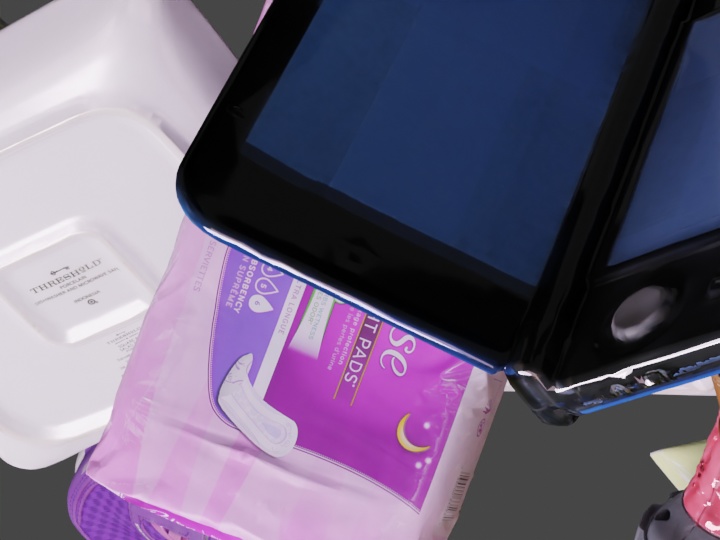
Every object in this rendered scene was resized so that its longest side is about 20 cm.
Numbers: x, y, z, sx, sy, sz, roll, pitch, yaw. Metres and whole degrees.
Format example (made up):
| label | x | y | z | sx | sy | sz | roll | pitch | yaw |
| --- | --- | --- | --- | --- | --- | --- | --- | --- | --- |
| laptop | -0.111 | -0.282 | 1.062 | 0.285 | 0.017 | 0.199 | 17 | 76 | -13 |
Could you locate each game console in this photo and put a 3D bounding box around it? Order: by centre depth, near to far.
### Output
| label | x | y | z | sx | sy | sz | roll | pitch | yaw |
| --- | --- | --- | --- | --- | --- | --- | --- | --- | --- |
| game console | 0.071 | -0.069 | 0.660 | 0.170 | 0.200 | 0.118 | -21 | 122 | 40 |

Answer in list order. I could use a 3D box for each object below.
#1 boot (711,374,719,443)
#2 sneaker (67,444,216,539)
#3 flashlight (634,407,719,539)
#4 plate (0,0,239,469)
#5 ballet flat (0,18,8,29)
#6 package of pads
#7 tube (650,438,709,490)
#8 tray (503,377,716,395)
| label | x | y | z | sx | sy | sz | roll | pitch | yaw |
| --- | --- | --- | --- | --- | --- | --- | --- | --- | --- |
| boot | 0.139 | 0.087 | 0.774 | 0.199 | 0.074 | 0.155 | -28 | 130 | 4 |
| sneaker | -0.053 | 0.101 | 0.986 | 0.199 | 0.089 | 0.081 | -10 | 129 | 35 |
| flashlight | 0.139 | 0.053 | 0.823 | 0.067 | 0.068 | 0.201 | 15 | 125 | -2 |
| plate | -0.107 | -0.003 | 0.876 | 0.199 | 0.032 | 0.200 | -24 | 133 | 19 |
| ballet flat | -0.167 | -0.022 | 0.924 | 0.072 | 0.072 | 0.200 | 31 | 138 | -6 |
| package of pads | 0.000 | 0.000 | 0.783 | 0.120 | 0.201 | 0.076 | 21 | 179 | 9 |
| tube | 0.202 | 0.073 | 0.862 | 0.052 | 0.058 | 0.200 | 3 | 162 | -41 |
| tray | 0.052 | 0.013 | 0.853 | 0.199 | 0.022 | 0.108 | 1 | 137 | 3 |
